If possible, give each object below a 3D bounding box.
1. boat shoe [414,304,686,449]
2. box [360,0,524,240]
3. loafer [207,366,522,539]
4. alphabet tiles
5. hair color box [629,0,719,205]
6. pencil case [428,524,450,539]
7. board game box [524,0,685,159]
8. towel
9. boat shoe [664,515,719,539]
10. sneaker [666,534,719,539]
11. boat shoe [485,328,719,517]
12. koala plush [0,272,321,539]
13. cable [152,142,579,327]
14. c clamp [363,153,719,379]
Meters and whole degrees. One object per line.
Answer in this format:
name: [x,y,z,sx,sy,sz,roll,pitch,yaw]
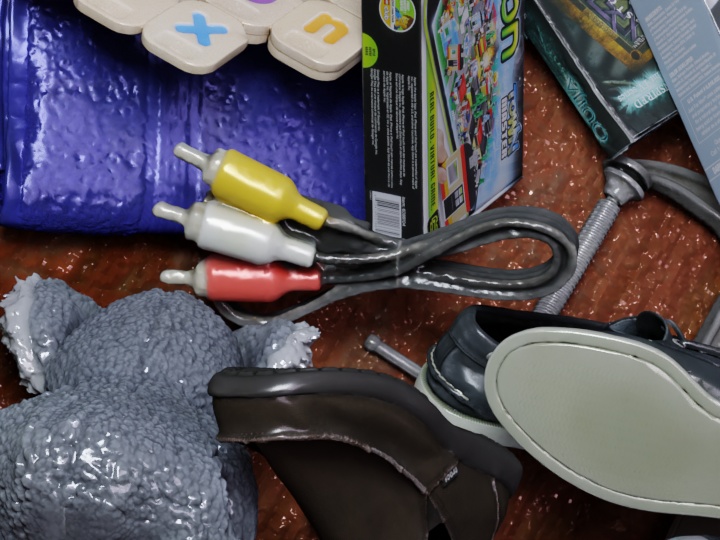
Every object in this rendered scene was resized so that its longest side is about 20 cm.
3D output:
boat shoe: [0.128,0.050,1.253,0.198,0.066,0.075,10,33,-11]
box: [0.041,-0.120,1.237,0.035,0.201,0.110,13,29,27]
loafer: [0.006,0.091,1.104,0.200,0.073,0.072,27,67,-48]
alphabet tiles: [-0.073,-0.157,1.254,0.199,0.015,0.196,29,40,16]
hair color box: [0.198,-0.145,1.323,0.098,0.061,0.201,-17,78,-28]
pencil case: [0.036,0.194,1.212,0.084,0.085,0.201,6,68,-55]
board game box: [0.170,-0.161,1.368,0.199,0.028,0.136,-31,86,-29]
towel: [-0.085,-0.085,1.272,0.198,0.050,0.149,4,80,-17]
boat shoe: [0.161,0.195,1.252,0.063,0.072,0.201,44,62,-27]
sneaker: [0.123,0.164,1.144,0.200,0.139,0.078,-39,110,-57]
boat shoe: [0.154,0.069,1.188,0.198,0.066,0.075,13,105,2]
koala plush: [-0.102,0.083,1.160,0.176,0.185,0.201,9,43,7]
cable: [0.000,0.000,1.212,0.199,0.098,0.050,13,28,9]
c clamp: [0.125,0.017,1.315,0.171,0.027,0.200,40,68,-3]
